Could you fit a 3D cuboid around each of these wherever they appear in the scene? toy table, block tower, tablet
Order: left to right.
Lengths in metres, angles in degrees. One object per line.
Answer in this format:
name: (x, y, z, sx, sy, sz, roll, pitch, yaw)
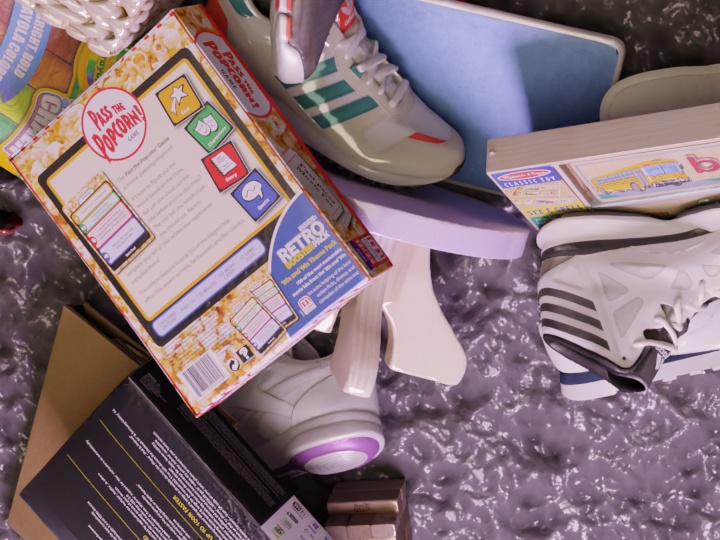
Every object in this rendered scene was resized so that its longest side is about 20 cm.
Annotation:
toy table: (0.000, 0.000, 1.319, 0.199, 0.184, 0.118, 17, 102, -4)
block tower: (0.013, 0.255, 1.468, 0.057, 0.054, 0.202, -4, 109, 13)
tablet: (0.066, -0.116, 1.334, 0.198, 0.014, 0.131, 14, 121, 6)

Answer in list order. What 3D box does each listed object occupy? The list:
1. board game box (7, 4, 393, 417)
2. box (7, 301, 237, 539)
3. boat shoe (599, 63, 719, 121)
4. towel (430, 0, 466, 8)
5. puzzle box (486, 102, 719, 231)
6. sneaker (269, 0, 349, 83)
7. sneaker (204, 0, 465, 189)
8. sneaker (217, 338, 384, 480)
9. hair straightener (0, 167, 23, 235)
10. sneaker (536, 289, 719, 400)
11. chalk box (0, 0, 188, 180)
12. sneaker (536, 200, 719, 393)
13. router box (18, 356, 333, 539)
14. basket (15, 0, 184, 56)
board game box: (-0.099, -0.036, 1.234, 0.151, 0.046, 0.201, -37, 87, 22)
box: (-0.174, 0.146, 1.438, 0.163, 0.021, 0.201, 35, 123, 27)
boat shoe: (0.254, -0.098, 1.287, 0.200, 0.060, 0.073, -4, 70, 10)
towel: (0.037, -0.280, 1.284, 0.144, 0.023, 0.201, 24, 113, 1)
puzzle box: (0.194, -0.057, 1.267, 0.199, 0.026, 0.133, -8, 153, 26)
sneaker: (-0.006, -0.208, 1.236, 0.081, 0.077, 0.202, 12, 84, -7)
sneaker: (-0.013, -0.130, 1.296, 0.199, 0.070, 0.094, 29, 125, 0)
sneaker: (-0.067, 0.103, 1.429, 0.199, 0.075, 0.100, -15, 66, 31)
hair straightener: (-0.332, -0.079, 1.428, 0.198, 0.041, 0.078, 11, 112, 12)
sneaker: (0.214, 0.023, 1.336, 0.199, 0.076, 0.081, -17, 96, 15)
chalk box: (-0.195, -0.136, 1.328, 0.199, 0.124, 0.125, 32, 113, -1)
sneaker: (0.208, 0.023, 1.270, 0.199, 0.076, 0.116, -4, 67, 18)
router box: (-0.117, 0.175, 1.355, 0.200, 0.051, 0.149, 48, 124, 3)
basket: (-0.166, -0.259, 1.237, 0.197, 0.200, 0.161, 31, 115, -1)
